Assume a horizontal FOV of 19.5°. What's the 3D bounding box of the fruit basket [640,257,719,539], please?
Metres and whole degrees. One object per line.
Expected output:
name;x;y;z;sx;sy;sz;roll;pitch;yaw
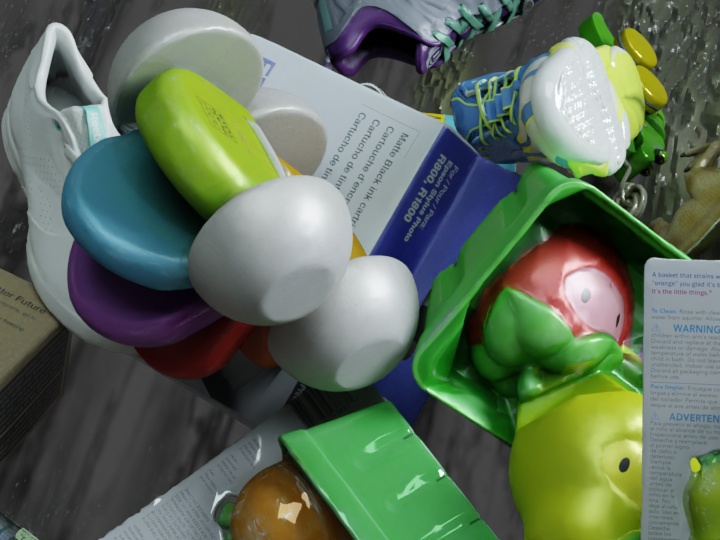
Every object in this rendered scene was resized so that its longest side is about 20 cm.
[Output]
fruit basket;0.219;0.094;0.957;0.183;0.202;0.094;2;8;14

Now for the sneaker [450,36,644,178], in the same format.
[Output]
sneaker;0.094;-0.081;1.164;0.104;0.200;0.077;-13;90;19

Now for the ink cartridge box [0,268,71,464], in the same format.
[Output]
ink cartridge box;-0.281;0.047;1.144;0.199;0.076;0.165;24;39;15

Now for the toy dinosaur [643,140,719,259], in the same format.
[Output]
toy dinosaur;0.204;-0.039;1.202;0.058;0.200;0.101;38;13;0

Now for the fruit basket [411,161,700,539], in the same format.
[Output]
fruit basket;0.131;0.066;1.059;0.156;0.215;0.216;-50;56;15

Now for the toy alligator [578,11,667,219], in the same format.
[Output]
toy alligator;0.166;-0.085;1.286;0.054;0.059;0.201;32;32;-29

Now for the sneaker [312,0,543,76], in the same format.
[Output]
sneaker;0.068;-0.166;1.359;0.198;0.075;0.088;-8;64;6

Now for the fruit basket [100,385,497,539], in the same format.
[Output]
fruit basket;-0.030;0.171;1.064;0.199;0.094;0.186;-38;64;-6

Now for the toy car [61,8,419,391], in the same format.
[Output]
toy car;-0.076;-0.017;1.060;0.149;0.200;0.176;-34;57;7

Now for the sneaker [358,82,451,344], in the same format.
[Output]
sneaker;0.000;0.000;1.225;0.115;0.075;0.201;-27;66;12

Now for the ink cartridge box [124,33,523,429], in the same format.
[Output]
ink cartridge box;-0.029;-0.008;1.174;0.199;0.041;0.201;26;84;26

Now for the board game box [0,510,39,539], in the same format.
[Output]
board game box;-0.271;0.137;1.136;0.199;0.024;0.105;32;60;24

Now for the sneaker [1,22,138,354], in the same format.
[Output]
sneaker;-0.150;-0.048;1.157;0.075;0.089;0.201;-11;56;-27

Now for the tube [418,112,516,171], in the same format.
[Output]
tube;-0.001;-0.074;1.294;0.198;0.051;0.078;7;58;0
